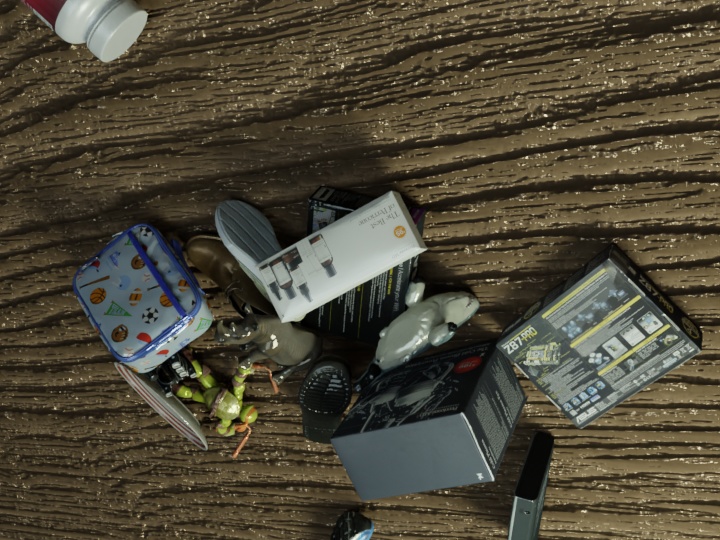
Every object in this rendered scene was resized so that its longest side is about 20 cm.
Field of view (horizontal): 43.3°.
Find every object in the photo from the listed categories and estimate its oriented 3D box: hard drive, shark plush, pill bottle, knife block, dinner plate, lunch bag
[{"bbox_3d":[0.228,0.343,1.244,0.033,0.140,0.201,11,120,17],"label":"hard drive"},{"bbox_3d":[0.071,0.102,1.188,0.091,0.083,0.200,43,103,29],"label":"shark plush"},{"bbox_3d":[-0.372,-0.364,1.147,0.200,0.113,0.113,42,125,-3],"label":"pill bottle"},{"bbox_3d":[-0.323,0.088,1.334,0.064,0.176,0.200,-37,100,-11],"label":"knife block"},{"bbox_3d":[-0.309,0.208,1.430,0.200,0.024,0.200,35,158,16],"label":"dinner plate"},{"bbox_3d":[-0.307,0.031,1.285,0.160,0.076,0.200,-37,62,-2],"label":"lunch bag"}]

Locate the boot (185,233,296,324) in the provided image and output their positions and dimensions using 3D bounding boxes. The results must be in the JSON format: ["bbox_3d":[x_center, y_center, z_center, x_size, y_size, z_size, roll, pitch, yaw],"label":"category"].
[{"bbox_3d":[-0.172,0.017,1.286,0.200,0.075,0.074,32,126,6],"label":"boot"}]

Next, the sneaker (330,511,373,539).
[{"bbox_3d":[-0.009,0.466,1.469,0.090,0.078,0.200,15,127,-6],"label":"sneaker"}]

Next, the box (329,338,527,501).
[{"bbox_3d":[0.094,0.196,1.199,0.200,0.182,0.104,-18,108,30],"label":"box"}]

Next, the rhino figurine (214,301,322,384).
[{"bbox_3d":[-0.124,0.093,1.211,0.087,0.200,0.060,-33,56,18],"label":"rhino figurine"}]

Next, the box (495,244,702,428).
[{"bbox_3d":[0.294,0.087,1.134,0.161,0.049,0.200,43,125,-4],"label":"box"}]

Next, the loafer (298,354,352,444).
[{"bbox_3d":[-0.051,0.173,1.292,0.073,0.072,0.200,11,141,-3],"label":"loafer"}]

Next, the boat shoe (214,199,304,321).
[{"bbox_3d":[-0.137,-0.012,1.232,0.200,0.072,0.062,51,145,23],"label":"boat shoe"}]

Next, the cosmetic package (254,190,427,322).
[{"bbox_3d":[-0.025,-0.016,1.127,0.200,0.051,0.083,-29,86,13],"label":"cosmetic package"}]

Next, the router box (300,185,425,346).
[{"bbox_3d":[0.000,0.000,1.214,0.149,0.051,0.201,15,121,14],"label":"router box"}]

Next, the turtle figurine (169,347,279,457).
[{"bbox_3d":[-0.224,0.203,1.413,0.161,0.064,0.200,29,125,8],"label":"turtle figurine"}]
